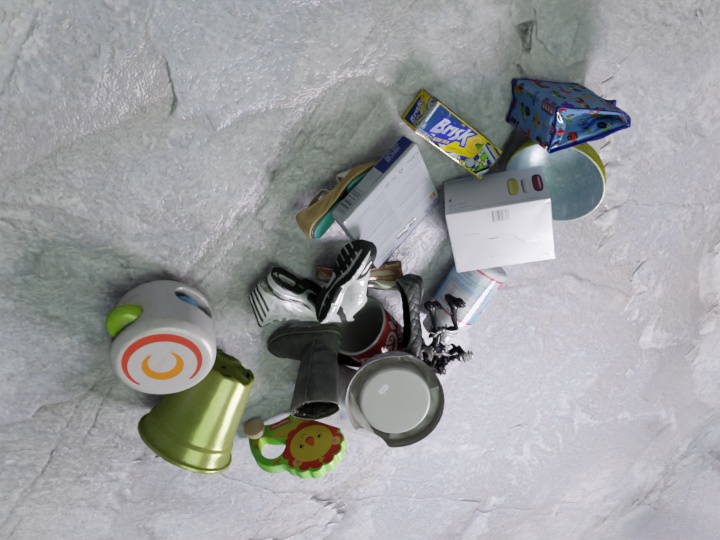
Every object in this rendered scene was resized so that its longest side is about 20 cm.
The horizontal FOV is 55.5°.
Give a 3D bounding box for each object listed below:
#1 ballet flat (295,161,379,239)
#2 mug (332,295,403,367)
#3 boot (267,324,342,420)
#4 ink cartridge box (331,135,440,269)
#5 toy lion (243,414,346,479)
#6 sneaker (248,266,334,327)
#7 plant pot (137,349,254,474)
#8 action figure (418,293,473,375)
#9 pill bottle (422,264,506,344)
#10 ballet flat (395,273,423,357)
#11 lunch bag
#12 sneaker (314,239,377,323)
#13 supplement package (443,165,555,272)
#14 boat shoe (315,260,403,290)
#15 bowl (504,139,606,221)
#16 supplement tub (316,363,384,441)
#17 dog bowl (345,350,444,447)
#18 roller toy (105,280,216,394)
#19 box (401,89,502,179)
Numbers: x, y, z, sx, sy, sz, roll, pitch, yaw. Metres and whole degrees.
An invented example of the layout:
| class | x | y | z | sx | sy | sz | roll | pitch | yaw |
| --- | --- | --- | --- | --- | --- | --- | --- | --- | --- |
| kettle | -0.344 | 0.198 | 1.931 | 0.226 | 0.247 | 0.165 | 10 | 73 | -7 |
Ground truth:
| class | x | y | z | sx | sy | sz | roll | pitch | yaw |
| --- | --- | --- | --- | --- | --- | --- | --- | --- | --- |
| ballet flat | -0.039 | -0.143 | 1.251 | 0.200 | 0.063 | 0.069 | -43 | 153 | -14 |
| mug | 0.029 | 0.157 | 1.491 | 0.200 | 0.176 | 0.134 | 41 | 62 | -45 |
| boot | -0.115 | 0.204 | 1.348 | 0.180 | 0.201 | 0.073 | -15 | 135 | 20 |
| ink cartridge box | 0.054 | -0.123 | 1.293 | 0.197 | 0.043 | 0.200 | -48 | 150 | -6 |
| toy lion | -0.137 | 0.380 | 1.496 | 0.199 | 0.192 | 0.069 | -22 | 130 | -10 |
| sneaker | -0.142 | 0.073 | 1.369 | 0.115 | 0.076 | 0.200 | -37 | 134 | 22 |
| plant pot | -0.305 | 0.262 | 1.344 | 0.199 | 0.200 | 0.185 | 23 | 100 | -37 |
| action figure | 0.170 | 0.157 | 1.438 | 0.118 | 0.102 | 0.202 | -5 | 115 | -11 |
| pill bottle | 0.224 | 0.059 | 1.505 | 0.108 | 0.109 | 0.201 | 19 | 114 | -36 |
| ballet flat | 0.094 | 0.104 | 1.397 | 0.056 | 0.066 | 0.202 | -4 | 103 | -19 |
| lunch bag | 0.406 | -0.310 | 1.304 | 0.198 | 0.151 | 0.095 | -12 | 128 | -18 |
| sneaker | -0.014 | 0.022 | 1.288 | 0.079 | 0.074 | 0.201 | 9 | 131 | -29 |
| supplement package | 0.276 | -0.102 | 1.366 | 0.198 | 0.111 | 0.157 | -9 | 131 | 11 |
| boat shoe | 0.000 | 0.000 | 1.382 | 0.198 | 0.076 | 0.073 | 5 | 89 | -31 |
| bowl | 0.404 | -0.210 | 1.390 | 0.108 | 0.199 | 0.201 | -61 | 144 | -36 |
| supplement tub | -0.022 | 0.279 | 1.481 | 0.198 | 0.132 | 0.133 | 19 | 115 | -9 |
| dog bowl | 0.068 | 0.254 | 1.378 | 0.198 | 0.059 | 0.202 | 0 | 106 | -2 |
| roller toy | -0.354 | 0.118 | 1.232 | 0.181 | 0.140 | 0.201 | -3 | 130 | -13 |
| box | 0.173 | -0.254 | 1.284 | 0.199 | 0.064 | 0.070 | 26 | 109 | -38 |
